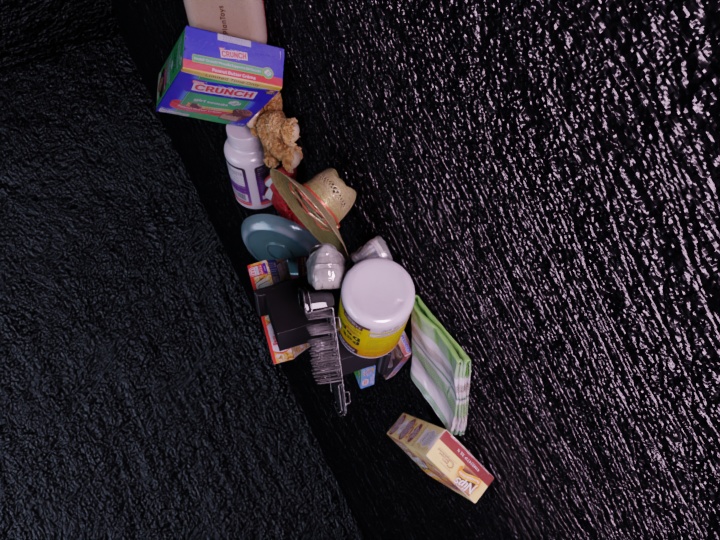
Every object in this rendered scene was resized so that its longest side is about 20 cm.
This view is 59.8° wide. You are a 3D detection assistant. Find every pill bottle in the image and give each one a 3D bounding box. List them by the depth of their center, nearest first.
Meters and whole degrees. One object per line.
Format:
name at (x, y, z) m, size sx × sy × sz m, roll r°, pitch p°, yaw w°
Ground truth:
pill bottle at (0.019, 0.068, 0.971) m, size 0.110 × 0.108 × 0.201 m, roll 59°, pitch 164°, yaw 20°
pill bottle at (-0.235, -0.238, 1.360) m, size 0.112 × 0.110 × 0.201 m, roll 55°, pitch 161°, yaw 30°

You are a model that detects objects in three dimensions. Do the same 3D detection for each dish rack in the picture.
dish rack at (-0.058, 0.126, 0.989) m, size 0.153 × 0.054 × 0.203 m, roll -171°, pitch 73°, yaw -82°

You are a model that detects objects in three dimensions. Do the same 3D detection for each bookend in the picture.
bookend at (-0.071, 0.113, 1.145) m, size 0.092 × 0.196 × 0.202 m, roll 97°, pitch 153°, yaw -59°

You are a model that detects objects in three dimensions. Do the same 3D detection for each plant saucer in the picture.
plant saucer at (-0.173, -0.047, 1.367) m, size 0.198 × 0.028 × 0.201 m, roll 15°, pitch 149°, yaw 9°

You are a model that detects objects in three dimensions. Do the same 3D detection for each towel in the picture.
towel at (0.115, 0.151, 0.970) m, size 0.149 × 0.030 × 0.201 m, roll 50°, pitch 158°, yaw 39°

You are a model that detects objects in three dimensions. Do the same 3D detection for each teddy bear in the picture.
teddy bear at (-0.166, -0.263, 1.171) m, size 0.201 × 0.066 × 0.146 m, roll 59°, pitch 157°, yaw 29°

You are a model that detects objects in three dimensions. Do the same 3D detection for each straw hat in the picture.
straw hat at (-0.053, -0.114, 0.999) m, size 0.201 × 0.085 × 0.201 m, roll 45°, pitch 170°, yaw 10°

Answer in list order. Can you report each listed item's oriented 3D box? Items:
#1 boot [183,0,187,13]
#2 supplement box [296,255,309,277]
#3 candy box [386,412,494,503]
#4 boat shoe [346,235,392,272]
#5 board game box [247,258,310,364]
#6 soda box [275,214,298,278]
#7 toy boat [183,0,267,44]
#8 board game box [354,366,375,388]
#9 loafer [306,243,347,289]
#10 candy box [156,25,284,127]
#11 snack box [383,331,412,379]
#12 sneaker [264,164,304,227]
boot at (-0.266, -0.417, 1.203) m, size 0.200 × 0.068 × 0.191 m, roll -48°, pitch -54°, yaw -88°
supplement box at (-0.100, 0.050, 1.352) m, size 0.200 × 0.060 × 0.110 m, roll 98°, pitch 165°, yaw -71°
candy box at (0.128, 0.310, 1.056) m, size 0.115 × 0.055 × 0.200 m, roll 46°, pitch 166°, yaw -8°
boat shoe at (0.001, 0.001, 1.048) m, size 0.075 × 0.064 × 0.202 m, roll 63°, pitch 164°, yaw 7°
board game box at (-0.165, 0.078, 1.294) m, size 0.151 × 0.046 × 0.203 m, roll -11°, pitch -95°, yaw -82°
soda box at (-0.159, -0.051, 1.464) m, size 0.064 × 0.069 × 0.201 m, roll 59°, pitch 164°, yaw 30°
toy boat at (-0.221, -0.450, 1.045) m, size 0.201 × 0.129 × 0.132 m, roll 92°, pitch 178°, yaw -57°
board game box at (-0.019, 0.122, 1.292) m, size 0.152 × 0.036 × 0.202 m, roll 91°, pitch 159°, yaw -57°
loafer at (-0.052, -0.008, 1.000) m, size 0.200 × 0.069 × 0.071 m, roll -178°, pitch 86°, yaw -83°
candy box at (-0.243, -0.323, 1.069) m, size 0.199 × 0.167 × 0.078 m, roll -16°, pitch 73°, yaw 59°
snack box at (0.056, 0.145, 1.154) m, size 0.073 × 0.024 × 0.200 m, roll 64°, pitch 164°, yaw 16°
sneaker at (-0.137, -0.148, 1.291) m, size 0.116 × 0.078 × 0.200 m, roll 53°, pitch 171°, yaw 0°
